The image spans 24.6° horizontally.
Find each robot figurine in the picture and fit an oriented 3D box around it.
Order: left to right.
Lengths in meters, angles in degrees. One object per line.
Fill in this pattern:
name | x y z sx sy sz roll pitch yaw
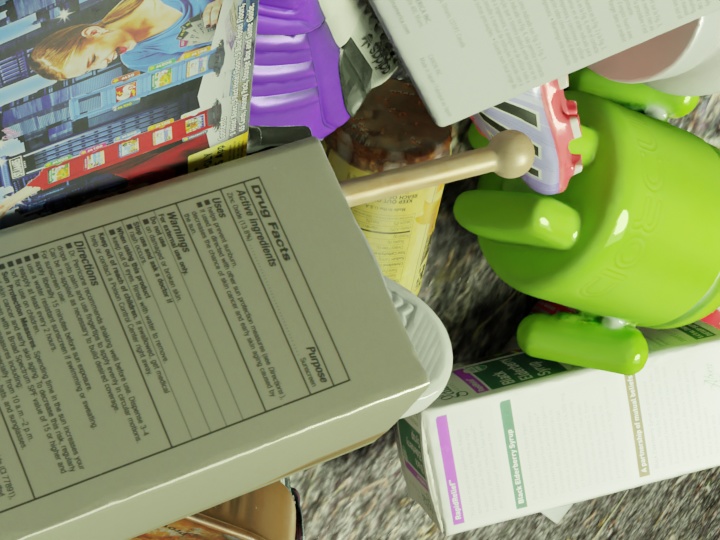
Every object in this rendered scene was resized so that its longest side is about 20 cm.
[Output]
robot figurine | 0.146 -0.032 0.939 0.199 0.115 0.177 15 83 -40

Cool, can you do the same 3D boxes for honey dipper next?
honey dipper | -0.012 -0.032 0.731 0.198 0.038 0.038 -15 138 -21

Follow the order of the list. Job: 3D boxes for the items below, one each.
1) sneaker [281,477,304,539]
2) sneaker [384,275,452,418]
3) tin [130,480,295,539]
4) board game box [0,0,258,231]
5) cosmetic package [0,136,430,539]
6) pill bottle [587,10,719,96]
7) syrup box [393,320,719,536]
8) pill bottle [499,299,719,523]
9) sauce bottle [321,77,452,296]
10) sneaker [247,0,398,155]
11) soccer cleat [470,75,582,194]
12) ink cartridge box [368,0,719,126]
sneaker | -0.058 0.152 0.781 0.074 0.080 0.202 11 72 -34
sneaker | -0.059 0.050 0.694 0.119 0.198 0.074 83 11 -57
tin | -0.115 0.092 0.663 0.199 0.042 0.112 26 139 -33
board game box | -0.134 -0.056 0.520 0.198 0.062 0.200 -21 159 -16
cosmetic package | -0.089 0.037 0.563 0.198 0.106 0.071 -17 163 -24
pill bottle | 0.195 -0.159 0.905 0.199 0.119 0.120 -19 137 -48
syrup box | 0.124 0.089 0.997 0.198 0.079 0.082 -12 101 -11
pill bottle | 0.156 0.063 1.100 0.201 0.112 0.112 -54 153 -1
sauce bottle | 0.000 0.000 0.836 0.066 0.066 0.201 -30 146 -38
sneaker | -0.055 -0.091 0.637 0.100 0.070 0.200 -47 151 -1
soccer cleat | 0.057 -0.107 0.777 0.201 0.076 0.067 65 20 -51
ink cartridge box | 0.089 -0.152 0.620 0.198 0.050 0.162 -24 143 7
